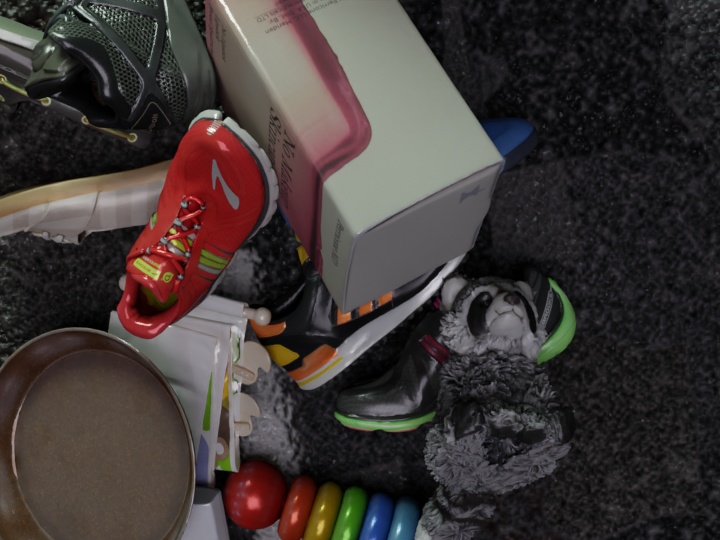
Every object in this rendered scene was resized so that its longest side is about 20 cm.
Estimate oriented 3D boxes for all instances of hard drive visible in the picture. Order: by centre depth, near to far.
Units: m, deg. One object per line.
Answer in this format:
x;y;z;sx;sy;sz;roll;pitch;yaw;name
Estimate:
-0.158;0.263;1.004;0.130;0.027;0.203;2;114;21;hard drive

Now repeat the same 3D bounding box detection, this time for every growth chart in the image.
-0.145;0.101;0.961;0.143;0.018;0.203;21;111;11;growth chart

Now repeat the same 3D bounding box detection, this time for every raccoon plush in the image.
0.069;0.094;0.892;0.096;0.135;0.200;17;133;-28;raccoon plush

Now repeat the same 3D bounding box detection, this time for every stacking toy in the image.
-0.016;0.205;0.988;0.197;0.085;0.087;17;107;0;stacking toy

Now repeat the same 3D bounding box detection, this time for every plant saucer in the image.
-0.206;0.144;0.949;0.197;0.034;0.204;1;93;21;plant saucer

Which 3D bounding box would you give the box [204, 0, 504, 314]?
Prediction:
-0.010;-0.097;0.811;0.108;0.128;0.202;-26;70;-15;box

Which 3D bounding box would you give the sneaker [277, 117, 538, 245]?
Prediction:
0.029;-0.085;0.903;0.197;0.066;0.080;-18;102;7;sneaker

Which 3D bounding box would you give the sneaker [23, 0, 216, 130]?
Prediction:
-0.182;-0.183;0.830;0.113;0.076;0.202;-17;81;-33;sneaker

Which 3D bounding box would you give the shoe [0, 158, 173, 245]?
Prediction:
-0.194;-0.045;0.916;0.197;0.070;0.054;-11;99;2;shoe

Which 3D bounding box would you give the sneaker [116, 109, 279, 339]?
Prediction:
-0.116;-0.019;0.835;0.076;0.085;0.201;34;136;5;sneaker

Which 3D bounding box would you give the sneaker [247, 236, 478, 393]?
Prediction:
0.000;0.000;0.926;0.200;0.070;0.090;-43;105;14;sneaker

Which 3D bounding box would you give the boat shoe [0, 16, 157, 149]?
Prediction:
-0.237;-0.142;0.886;0.198;0.072;0.061;16;103;-7;boat shoe

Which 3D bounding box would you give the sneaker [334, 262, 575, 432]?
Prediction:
0.065;0.057;0.947;0.198;0.077;0.085;-28;99;-1;sneaker
